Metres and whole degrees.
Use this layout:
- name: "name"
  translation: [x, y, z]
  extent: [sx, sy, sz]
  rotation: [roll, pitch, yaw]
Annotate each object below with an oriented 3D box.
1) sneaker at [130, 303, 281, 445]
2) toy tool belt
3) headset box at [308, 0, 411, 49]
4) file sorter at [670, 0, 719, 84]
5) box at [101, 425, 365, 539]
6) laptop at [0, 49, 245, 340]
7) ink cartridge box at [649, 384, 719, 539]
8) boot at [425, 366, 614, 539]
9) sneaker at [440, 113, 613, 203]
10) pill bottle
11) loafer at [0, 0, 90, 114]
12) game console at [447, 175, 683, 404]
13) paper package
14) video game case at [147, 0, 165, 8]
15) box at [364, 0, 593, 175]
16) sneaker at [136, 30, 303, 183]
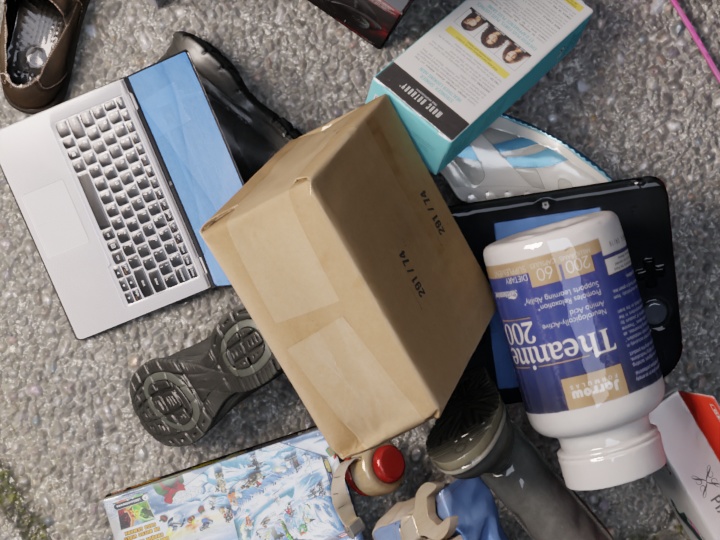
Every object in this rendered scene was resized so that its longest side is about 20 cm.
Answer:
- name: "sneaker"
  translation: [-0.105, 0.080, 1.236]
  extent: [0.199, 0.091, 0.076]
  rotation: [-29, 87, 36]
- name: "toy tool belt"
  translation: [0.077, 0.216, 1.248]
  extent: [0.125, 0.123, 0.201]
  rotation: [-34, 97, -42]
- name: "headset box"
  translation: [-0.016, -0.259, 1.206]
  extent: [0.148, 0.200, 0.077]
  rotation: [34, 88, -4]
- name: "file sorter"
  translation: [0.373, -0.244, 1.266]
  extent: [0.199, 0.139, 0.126]
  rotation: [-33, 96, -3]
- name: "box"
  translation: [-0.100, 0.224, 1.284]
  extent: [0.199, 0.040, 0.138]
  rotation: [-17, 90, -4]
- name: "laptop"
  translation: [-0.183, -0.053, 1.215]
  extent: [0.199, 0.116, 0.188]
  rotation: [-21, 99, 5]
- name: "ink cartridge box"
  translation: [0.291, 0.189, 1.243]
  extent: [0.043, 0.174, 0.201]
  rotation: [-31, 92, -4]
- name: "boot"
  translation: [0.135, 0.185, 1.223]
  extent: [0.072, 0.182, 0.201]
  rotation: [-28, 100, 17]
- name: "sneaker"
  translation: [0.120, -0.089, 1.285]
  extent: [0.199, 0.077, 0.081]
  rotation: [23, 97, 2]
- name: "pill bottle"
  translation: [0.172, 0.063, 1.194]
  extent: [0.110, 0.111, 0.201]
  rotation: [-16, 93, -4]
- name: "loafer"
  translation: [-0.255, -0.229, 1.254]
  extent: [0.072, 0.071, 0.202]
  rotation: [5, 90, -4]
- name: "game console"
  translation: [0.162, 0.020, 1.269]
  extent: [0.198, 0.031, 0.178]
  rotation: [-8, 112, 3]
- name: "paper package"
  translation: [0.000, 0.000, 1.149]
  extent: [0.103, 0.191, 0.201]
  rotation: [-23, 105, 29]
- name: "video game case"
  translation: [-0.123, -0.312, 1.208]
  extent: [0.045, 0.181, 0.200]
  rotation: [37, 88, -3]
- name: "box"
  translation: [0.097, -0.169, 1.239]
  extent: [0.082, 0.049, 0.200]
  rotation: [40, 59, 12]
- name: "sneaker"
  translation: [-0.102, -0.104, 1.274]
  extent: [0.200, 0.076, 0.091]
  rotation: [45, 97, 4]
